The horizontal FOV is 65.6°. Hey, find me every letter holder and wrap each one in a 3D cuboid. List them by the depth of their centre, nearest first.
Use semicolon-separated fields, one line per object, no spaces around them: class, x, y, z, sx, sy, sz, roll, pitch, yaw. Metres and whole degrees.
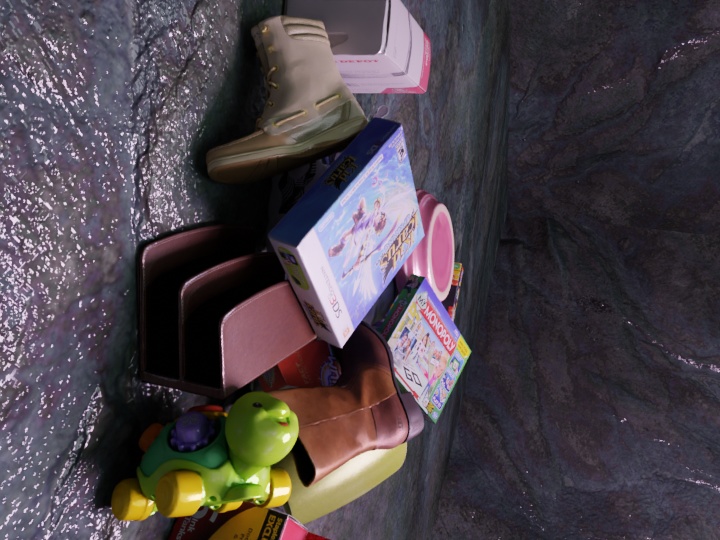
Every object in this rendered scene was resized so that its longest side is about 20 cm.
letter holder;-0.132;0.027;0.604;0.200;0.099;0.144;-25;120;-66

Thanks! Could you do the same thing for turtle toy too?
turtle toy;-0.138;0.181;0.545;0.145;0.199;0.102;20;56;-47

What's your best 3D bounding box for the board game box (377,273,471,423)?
board game box;0.094;0.120;0.831;0.135;0.029;0.200;-57;134;-22

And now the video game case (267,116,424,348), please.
video game case;-0.003;-0.041;0.649;0.201;0.045;0.182;-52;146;-26

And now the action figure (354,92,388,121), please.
action figure;0.001;-0.185;0.835;0.054;0.200;0.119;-31;98;-17

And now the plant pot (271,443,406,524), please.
plant pot;-0.063;0.273;0.817;0.199;0.186;0.190;-27;125;-46

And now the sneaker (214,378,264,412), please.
sneaker;-0.119;0.145;0.731;0.201;0.074;0.088;-62;141;-50

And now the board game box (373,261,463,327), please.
board game box;0.080;0.055;1.046;0.057;0.197;0.167;48;52;-70

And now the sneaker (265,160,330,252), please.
sneaker;-0.056;-0.101;0.734;0.114;0.075;0.203;4;98;-39

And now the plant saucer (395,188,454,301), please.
plant saucer;0.108;-0.029;0.890;0.200;0.050;0.204;0;90;-65

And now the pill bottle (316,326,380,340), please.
pill bottle;0.028;0.152;0.943;0.111;0.197;0.112;9;90;-70

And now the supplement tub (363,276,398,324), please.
supplement tub;0.000;0.000;0.884;0.200;0.143;0.146;-52;145;-54

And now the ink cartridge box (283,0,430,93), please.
ink cartridge box;0.002;-0.305;0.762;0.200;0.145;0.084;-9;106;-69

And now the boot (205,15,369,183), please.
boot;-0.099;-0.193;0.623;0.198;0.073;0.157;-24;91;-21

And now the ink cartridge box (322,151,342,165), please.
ink cartridge box;-0.033;-0.147;0.799;0.039;0.098;0.201;-62;152;-28

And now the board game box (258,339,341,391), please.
board game box;-0.031;0.165;0.727;0.199;0.040;0.154;3;51;-54

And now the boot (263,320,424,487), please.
boot;-0.038;0.139;0.657;0.199;0.068;0.190;-2;57;-47

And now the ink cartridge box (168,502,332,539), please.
ink cartridge box;-0.139;0.364;0.609;0.084;0.173;0.202;69;34;-54
